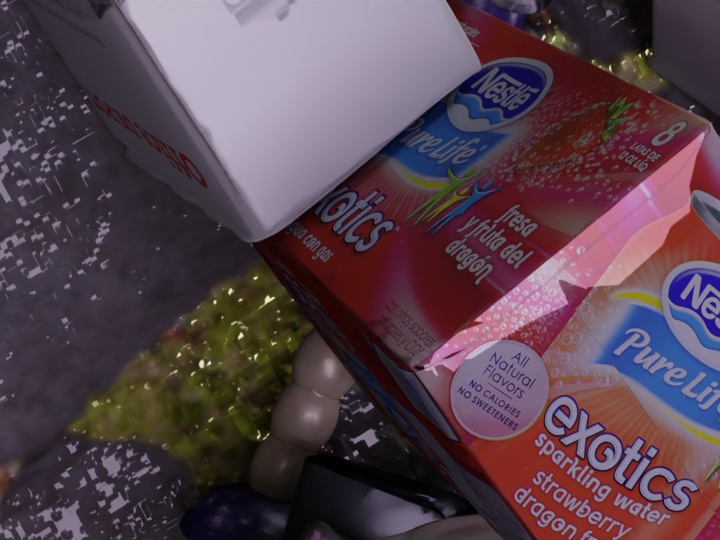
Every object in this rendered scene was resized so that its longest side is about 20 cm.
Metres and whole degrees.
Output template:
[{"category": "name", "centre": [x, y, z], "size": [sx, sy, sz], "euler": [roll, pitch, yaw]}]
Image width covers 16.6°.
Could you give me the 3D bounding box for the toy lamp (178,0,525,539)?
[{"category": "toy lamp", "centre": [0.000, 0.000, 0.794], "size": [0.058, 0.058, 0.201], "euler": [20, 94, -25]}]

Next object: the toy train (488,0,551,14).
[{"category": "toy train", "centre": [0.076, -0.175, 0.756], "size": [0.114, 0.087, 0.200], "euler": [35, 80, 3]}]

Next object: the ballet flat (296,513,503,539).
[{"category": "ballet flat", "centre": [0.062, 0.108, 0.725], "size": [0.199, 0.069, 0.072], "euler": [13, 107, -27]}]

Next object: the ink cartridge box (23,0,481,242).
[{"category": "ink cartridge box", "centre": [-0.069, -0.122, 0.685], "size": [0.083, 0.146, 0.201], "euler": [-37, 114, -9]}]

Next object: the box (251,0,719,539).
[{"category": "box", "centre": [0.043, 0.004, 0.671], "size": [0.095, 0.200, 0.100], "euler": [-38, 112, -5]}]

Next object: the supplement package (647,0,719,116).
[{"category": "supplement package", "centre": [0.201, -0.122, 0.748], "size": [0.147, 0.191, 0.201], "euler": [35, 88, 9]}]

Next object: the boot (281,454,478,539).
[{"category": "boot", "centre": [-0.039, 0.151, 0.755], "size": [0.164, 0.066, 0.201], "euler": [20, 100, -33]}]
